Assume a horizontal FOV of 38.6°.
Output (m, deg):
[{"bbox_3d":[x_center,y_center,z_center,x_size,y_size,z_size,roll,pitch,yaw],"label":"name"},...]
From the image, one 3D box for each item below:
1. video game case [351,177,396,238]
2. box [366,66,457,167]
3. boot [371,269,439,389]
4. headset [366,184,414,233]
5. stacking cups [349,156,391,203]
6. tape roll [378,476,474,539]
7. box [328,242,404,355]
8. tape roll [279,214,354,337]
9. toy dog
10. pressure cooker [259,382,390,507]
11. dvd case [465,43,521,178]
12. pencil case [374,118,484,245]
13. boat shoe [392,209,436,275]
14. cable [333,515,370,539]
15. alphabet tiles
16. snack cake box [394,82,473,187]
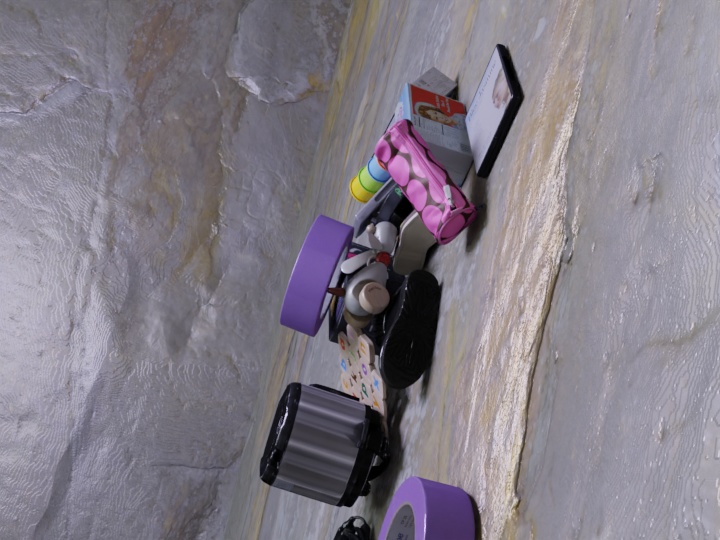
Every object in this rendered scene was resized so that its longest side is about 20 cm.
[{"bbox_3d":[0.052,-0.144,1.937,0.182,0.022,0.200,-47,-2,-7],"label":"video game case"},{"bbox_3d":[0.096,-0.273,1.943,0.117,0.060,0.201,-45,-11,-49],"label":"box"},{"bbox_3d":[0.059,0.114,1.673,0.158,0.079,0.213,-44,22,57],"label":"boot"},{"bbox_3d":[0.059,-0.107,1.863,0.123,0.094,0.201,-45,-19,-31],"label":"headset"},{"bbox_3d":[0.045,-0.189,1.885,0.200,0.060,0.061,139,146,-58],"label":"stacking cups"},{"bbox_3d":[0.073,0.362,1.268,0.200,0.065,0.203,-163,90,-79],"label":"tape roll"},{"bbox_3d":[0.011,0.051,1.901,0.201,0.121,0.107,-94,23,-59],"label":"box"},{"bbox_3d":[-0.074,0.009,1.773,0.200,0.065,0.203,20,-90,-86],"label":"tape roll"},{"bbox_3d":[0.000,0.000,1.728,0.133,0.095,0.201,-57,17,33],"label":"toy dog"},{"bbox_3d":[-0.051,0.290,1.675,0.176,0.197,0.181,-107,36,-79],"label":"pressure cooker"},{"bbox_3d":[0.205,-0.254,1.614,0.201,0.017,0.144,-91,18,-56],"label":"dvd case"},{"bbox_3d":[0.099,-0.142,1.579,0.090,0.201,0.094,-37,-22,1],"label":"pencil case"},{"bbox_3d":[0.100,-0.068,1.758,0.201,0.071,0.060,111,166,-55],"label":"boat shoe"},{"bbox_3d":[-0.026,0.512,1.670,0.164,0.050,0.202,-103,32,-58],"label":"cable"},{"bbox_3d":[0.006,0.195,1.757,0.196,0.014,0.203,-138,39,-58],"label":"alphabet tiles"},{"bbox_3d":[0.122,-0.232,1.752,0.201,0.114,0.068,-89,19,-55],"label":"snack cake box"}]
